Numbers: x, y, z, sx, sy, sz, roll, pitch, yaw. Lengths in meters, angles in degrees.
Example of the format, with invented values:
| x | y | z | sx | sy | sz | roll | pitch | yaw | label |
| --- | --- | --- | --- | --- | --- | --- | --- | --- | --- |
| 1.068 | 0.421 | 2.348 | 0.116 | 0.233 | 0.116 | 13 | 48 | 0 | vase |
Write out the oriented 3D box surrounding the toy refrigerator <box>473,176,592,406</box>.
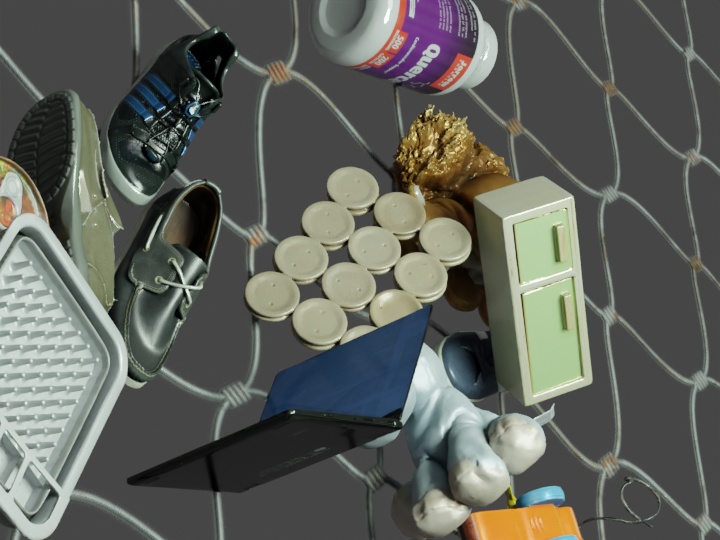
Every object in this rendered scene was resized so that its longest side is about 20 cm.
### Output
| x | y | z | sx | sy | sz | roll | pitch | yaw | label |
| --- | --- | --- | --- | --- | --- | --- | --- | --- | --- |
| 0.165 | 0.021 | 1.763 | 0.076 | 0.070 | 0.200 | -17 | 116 | -17 | toy refrigerator |

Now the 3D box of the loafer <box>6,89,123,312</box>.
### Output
| x | y | z | sx | sy | sz | roll | pitch | yaw | label |
| --- | --- | --- | --- | --- | --- | --- | --- | --- | --- |
| -0.233 | -0.047 | 1.494 | 0.070 | 0.075 | 0.200 | 26 | 55 | -55 | loafer |

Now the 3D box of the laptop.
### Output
| x | y | z | sx | sy | sz | roll | pitch | yaw | label |
| --- | --- | --- | --- | --- | --- | --- | --- | --- | --- |
| -0.062 | 0.099 | 1.510 | 0.200 | 0.187 | 0.116 | 11 | 61 | -47 | laptop |

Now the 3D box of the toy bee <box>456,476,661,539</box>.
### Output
| x | y | z | sx | sy | sz | roll | pitch | yaw | label |
| --- | --- | --- | --- | --- | --- | --- | --- | --- | --- |
| 0.174 | 0.261 | 1.795 | 0.200 | 0.109 | 0.131 | 14 | 58 | -15 | toy bee |

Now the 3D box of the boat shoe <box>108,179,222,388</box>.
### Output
| x | y | z | sx | sy | sz | roll | pitch | yaw | label |
| --- | --- | --- | --- | --- | --- | --- | --- | --- | --- |
| -0.162 | 0.006 | 1.544 | 0.072 | 0.068 | 0.200 | 42 | 43 | -30 | boat shoe |

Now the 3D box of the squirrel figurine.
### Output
| x | y | z | sx | sy | sz | roll | pitch | yaw | label |
| --- | --- | --- | --- | --- | --- | --- | --- | --- | --- |
| 0.082 | -0.055 | 1.844 | 0.187 | 0.142 | 0.200 | 3 | 60 | -38 | squirrel figurine |

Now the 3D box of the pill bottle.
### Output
| x | y | z | sx | sy | sz | roll | pitch | yaw | label |
| --- | --- | --- | --- | --- | --- | --- | --- | --- | --- |
| 0.049 | -0.244 | 1.905 | 0.200 | 0.112 | 0.113 | 13 | 60 | -46 | pill bottle |

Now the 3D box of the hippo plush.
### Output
| x | y | z | sx | sy | sz | roll | pitch | yaw | label |
| --- | --- | --- | --- | --- | --- | --- | --- | --- | --- |
| 0.072 | 0.127 | 1.681 | 0.161 | 0.159 | 0.200 | 50 | 55 | -3 | hippo plush |

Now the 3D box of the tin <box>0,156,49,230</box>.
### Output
| x | y | z | sx | sy | sz | roll | pitch | yaw | label |
| --- | --- | --- | --- | --- | --- | --- | --- | --- | --- |
| -0.286 | 0.009 | 1.384 | 0.112 | 0.042 | 0.200 | 51 | 41 | -50 | tin |

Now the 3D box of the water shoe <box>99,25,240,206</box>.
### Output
| x | y | z | sx | sy | sz | roll | pitch | yaw | label |
| --- | --- | --- | --- | --- | --- | --- | --- | --- | --- |
| -0.164 | -0.142 | 1.614 | 0.072 | 0.079 | 0.200 | 43 | 42 | -27 | water shoe |

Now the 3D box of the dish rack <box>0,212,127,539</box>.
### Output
| x | y | z | sx | sy | sz | roll | pitch | yaw | label |
| --- | --- | --- | --- | --- | --- | --- | --- | --- | --- |
| -0.250 | 0.076 | 1.351 | 0.172 | 0.044 | 0.200 | 60 | 35 | -33 | dish rack |

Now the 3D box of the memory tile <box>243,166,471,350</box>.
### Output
| x | y | z | sx | sy | sz | roll | pitch | yaw | label |
| --- | --- | --- | --- | --- | --- | --- | --- | --- | --- |
| 0.000 | 0.000 | 1.693 | 0.153 | 0.017 | 0.200 | 28 | 54 | 11 | memory tile |

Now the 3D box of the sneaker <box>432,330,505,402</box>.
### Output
| x | y | z | sx | sy | sz | roll | pitch | yaw | label |
| --- | --- | --- | --- | --- | --- | --- | --- | --- | --- |
| 0.152 | 0.082 | 1.867 | 0.200 | 0.085 | 0.075 | -8 | 77 | -52 | sneaker |
